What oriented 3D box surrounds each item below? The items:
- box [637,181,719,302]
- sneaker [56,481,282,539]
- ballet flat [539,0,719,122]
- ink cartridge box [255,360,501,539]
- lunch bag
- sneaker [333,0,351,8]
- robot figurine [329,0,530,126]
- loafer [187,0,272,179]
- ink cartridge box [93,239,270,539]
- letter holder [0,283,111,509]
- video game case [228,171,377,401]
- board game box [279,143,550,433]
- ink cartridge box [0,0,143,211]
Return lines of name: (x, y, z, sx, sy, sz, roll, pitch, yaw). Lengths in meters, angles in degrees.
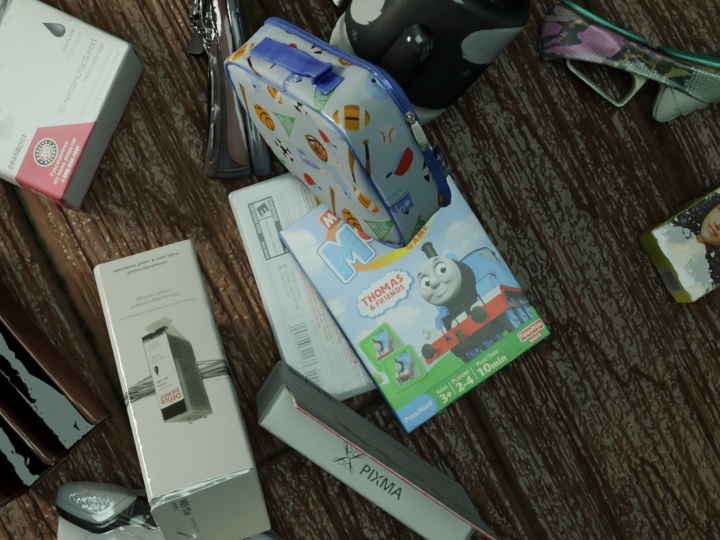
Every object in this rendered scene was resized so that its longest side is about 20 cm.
box: (0.348, -0.054, 1.121, 0.198, 0.050, 0.076, -33, 90, -5)
sneaker: (-0.166, 0.250, 1.068, 0.197, 0.075, 0.117, 11, 88, 2)
ballet flat: (0.249, -0.174, 1.118, 0.197, 0.069, 0.072, 20, 105, 2)
ink cartridge box: (0.009, 0.158, 1.015, 0.199, 0.176, 0.045, 35, 92, -9)
lunch bag: (-0.017, -0.112, 0.992, 0.075, 0.199, 0.161, -42, 131, -14)
sneaker: (0.020, -0.329, 1.101, 0.090, 0.078, 0.200, 41, 84, 6)
robot figurine: (0.057, -0.208, 1.044, 0.149, 0.200, 0.126, -4, 59, -44)
loafer: (-0.122, -0.177, 1.090, 0.062, 0.072, 0.204, -11, 91, 0)
ink cartridge box: (-0.138, 0.104, 1.001, 0.082, 0.147, 0.202, -16, 63, -7)
letter holder: (-0.311, 0.079, 1.030, 0.100, 0.142, 0.201, -41, 90, -4)
video game case: (0.000, 0.000, 1.112, 0.179, 0.023, 0.203, -19, 88, -4)
board game box: (0.045, 0.011, 1.085, 0.150, 0.037, 0.201, -34, 88, -4)
ink cartridge box: (-0.303, -0.160, 1.070, 0.197, 0.085, 0.148, 24, 86, 0)
